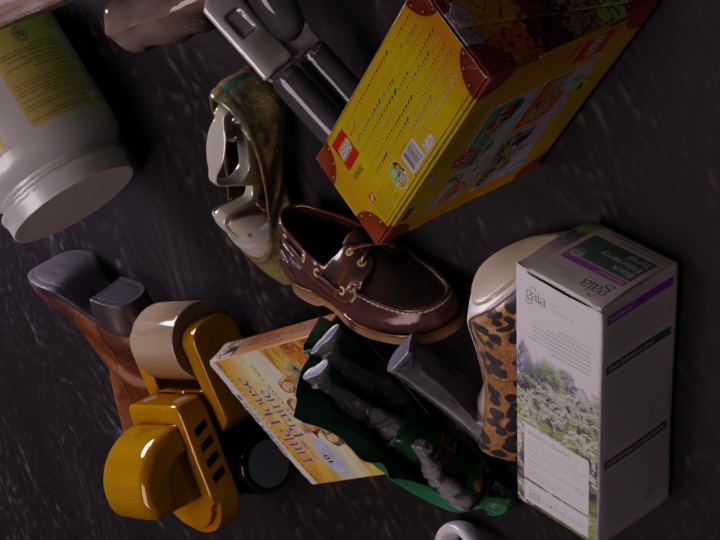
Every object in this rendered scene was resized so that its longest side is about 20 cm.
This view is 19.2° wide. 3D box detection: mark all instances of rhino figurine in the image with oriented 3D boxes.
[{"bbox_3d":[-0.127,-0.211,1.632,0.200,0.087,0.060,-9,107,52],"label":"rhino figurine"}]

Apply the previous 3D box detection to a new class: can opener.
[{"bbox_3d":[-0.035,-0.140,1.528,0.200,0.053,0.066,49,168,-3],"label":"can opener"}]

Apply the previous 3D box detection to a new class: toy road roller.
[{"bbox_3d":[-0.163,0.137,1.881,0.123,0.146,0.201,-4,109,56],"label":"toy road roller"}]

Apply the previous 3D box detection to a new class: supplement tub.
[{"bbox_3d":[-0.304,-0.141,1.886,0.200,0.145,0.145,58,148,9],"label":"supplement tub"}]

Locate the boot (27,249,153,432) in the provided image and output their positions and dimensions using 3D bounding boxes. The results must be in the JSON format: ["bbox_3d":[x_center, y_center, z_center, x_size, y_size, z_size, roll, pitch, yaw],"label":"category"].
[{"bbox_3d":[-0.235,0.086,2.051,0.188,0.068,0.201,15,132,41],"label":"boot"}]

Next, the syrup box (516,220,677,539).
[{"bbox_3d":[0.158,0.076,1.433,0.079,0.081,0.201,29,134,39],"label":"syrup box"}]

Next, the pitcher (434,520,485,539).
[{"bbox_3d":[0.109,0.289,1.643,0.200,0.121,0.172,-173,77,-66],"label":"pitcher"}]

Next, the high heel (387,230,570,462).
[{"bbox_3d":[0.131,0.057,1.509,0.142,0.072,0.200,37,130,-14],"label":"high heel"}]

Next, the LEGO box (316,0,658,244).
[{"bbox_3d":[0.077,-0.120,1.346,0.077,0.149,0.200,54,146,14],"label":"LEGO box"}]

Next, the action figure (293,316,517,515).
[{"bbox_3d":[0.041,0.123,1.608,0.200,0.118,0.055,39,128,-19],"label":"action figure"}]

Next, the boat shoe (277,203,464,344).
[{"bbox_3d":[0.000,0.000,1.617,0.200,0.070,0.071,20,132,48],"label":"boat shoe"}]

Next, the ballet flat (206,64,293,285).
[{"bbox_3d":[-0.091,-0.068,1.705,0.071,0.071,0.201,30,136,41],"label":"ballet flat"}]

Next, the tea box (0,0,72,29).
[{"bbox_3d":[-0.214,-0.278,1.608,0.200,0.196,0.134,-8,106,57],"label":"tea box"}]

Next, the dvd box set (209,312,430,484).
[{"bbox_3d":[-0.028,0.108,1.736,0.146,0.029,0.200,51,150,-14],"label":"dvd box set"}]
